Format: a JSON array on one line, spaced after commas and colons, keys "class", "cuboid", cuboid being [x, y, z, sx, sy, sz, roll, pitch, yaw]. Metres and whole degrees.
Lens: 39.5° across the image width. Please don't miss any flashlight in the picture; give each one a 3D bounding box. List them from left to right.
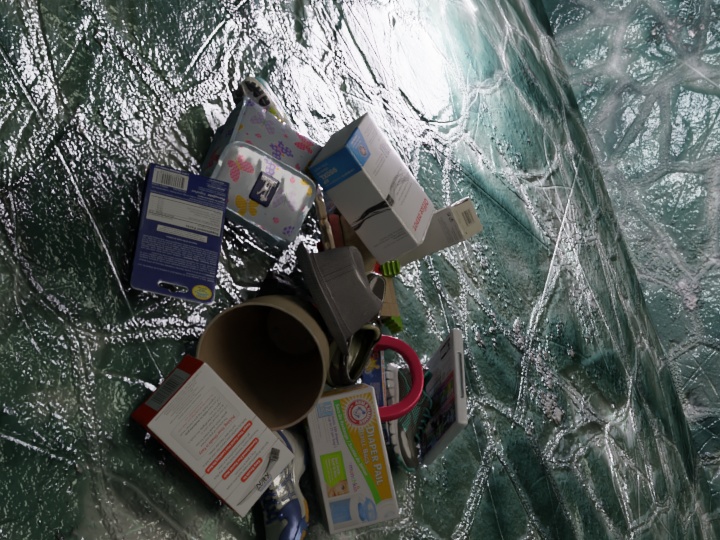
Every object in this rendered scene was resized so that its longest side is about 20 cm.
[{"class": "flashlight", "cuboid": [-0.087, 0.068, 1.646, 0.200, 0.068, 0.068, 24, 26, -46]}]

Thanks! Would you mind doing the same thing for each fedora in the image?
[{"class": "fedora", "cuboid": [-0.024, 0.029, 1.484, 0.200, 0.090, 0.177, 68, -2, -64]}]

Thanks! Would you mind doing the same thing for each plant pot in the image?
[{"class": "plant pot", "cuboid": [-0.119, 0.111, 1.474, 0.188, 0.187, 0.200, 64, 17, -8]}]

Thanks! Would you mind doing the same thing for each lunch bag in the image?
[{"class": "lunch bag", "cuboid": [-0.156, -0.147, 1.572, 0.169, 0.127, 0.200, 32, 46, -19]}]

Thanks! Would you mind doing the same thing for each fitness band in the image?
[{"class": "fitness band", "cuboid": [0.002, 0.177, 1.614, 0.037, 0.199, 0.144, 102, -20, -63]}]

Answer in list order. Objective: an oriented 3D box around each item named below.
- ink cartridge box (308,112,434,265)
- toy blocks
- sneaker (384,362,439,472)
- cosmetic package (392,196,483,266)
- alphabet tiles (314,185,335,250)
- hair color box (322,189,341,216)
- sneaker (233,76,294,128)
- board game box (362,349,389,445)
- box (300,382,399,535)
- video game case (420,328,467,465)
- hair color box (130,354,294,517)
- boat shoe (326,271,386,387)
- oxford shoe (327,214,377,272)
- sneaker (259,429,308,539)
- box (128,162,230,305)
[{"class": "ink cartridge box", "cuboid": [0.022, -0.131, 1.609, 0.200, 0.084, 0.145, 53, 29, -16]}, {"class": "toy blocks", "cuboid": [-0.008, 0.017, 1.787, 0.136, 0.100, 0.201, 6, 66, -44]}, {"class": "sneaker", "cuboid": [0.095, 0.254, 1.773, 0.078, 0.091, 0.201, 57, 26, -64]}, {"class": "cosmetic package", "cuboid": [0.122, -0.066, 1.920, 0.105, 0.200, 0.071, -29, 96, -60]}, {"class": "alphabet tiles", "cuboid": [-0.054, -0.042, 1.640, 0.196, 0.015, 0.201, -112, -169, -67]}, {"class": "hair color box", "cuboid": [-0.012, -0.110, 1.774, 0.099, 0.061, 0.200, 40, 12, -15]}, {"class": "sneaker", "cuboid": [-0.141, -0.250, 1.744, 0.200, 0.077, 0.080, 62, 22, -12]}, {"class": "board game box", "cuboid": [0.024, 0.183, 1.711, 0.135, 0.034, 0.201, 80, 6, -63]}, {"class": "box", "cuboid": [-0.021, 0.278, 1.508, 0.101, 0.112, 0.201, 164, -86, -79]}, {"class": "video game case", "cuboid": [0.146, 0.230, 1.808, 0.023, 0.200, 0.183, 9, 57, -13]}, {"class": "hair color box", "cuboid": [-0.193, 0.220, 1.331, 0.111, 0.064, 0.200, -48, 118, -19]}, {"class": "boat shoe", "cuboid": [0.004, 0.094, 1.585, 0.072, 0.066, 0.201, 43, 61, -38]}, {"class": "oxford shoe", "cuboid": [0.000, 0.000, 1.653, 0.070, 0.075, 0.201, -137, -145, -83]}, {"class": "sneaker", "cuboid": [-0.127, 0.314, 1.428, 0.088, 0.075, 0.200, 32, 37, -35]}, {"class": "box", "cuboid": [-0.255, -0.047, 1.412, 0.121, 0.032, 0.201, 14, 60, -19]}]
